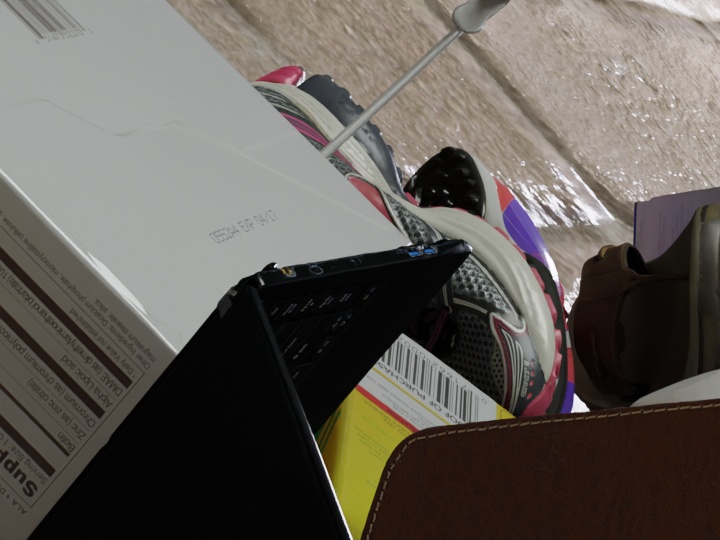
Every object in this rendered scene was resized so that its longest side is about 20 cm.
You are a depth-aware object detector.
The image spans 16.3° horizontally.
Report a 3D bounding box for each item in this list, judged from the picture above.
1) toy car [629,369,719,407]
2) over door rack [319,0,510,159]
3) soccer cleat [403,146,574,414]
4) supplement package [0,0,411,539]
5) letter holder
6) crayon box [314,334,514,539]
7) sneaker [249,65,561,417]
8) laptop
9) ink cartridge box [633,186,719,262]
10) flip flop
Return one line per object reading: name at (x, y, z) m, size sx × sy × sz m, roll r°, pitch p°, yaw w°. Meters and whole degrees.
toy car at (0.194, 0.110, 0.987) m, size 0.150 × 0.199 × 0.176 m, roll -18°, pitch 86°, yaw -82°
over door rack at (-0.051, -0.094, 0.994) m, size 0.148 × 0.200 × 0.067 m, roll 43°, pitch -14°, yaw 7°
soccer cleat at (0.069, 0.020, 1.124) m, size 0.073 × 0.068 × 0.200 m, roll 36°, pitch 19°, yaw -30°
supplement package at (-0.101, -0.008, 0.813) m, size 0.156 × 0.111 × 0.200 m, roll 44°, pitch 20°, yaw 8°
letter holder at (0.067, 0.151, 0.754) m, size 0.101 × 0.141 × 0.201 m, roll 60°, pitch 32°, yaw -44°
crayon box at (0.027, 0.104, 0.898) m, size 0.127 × 0.051 × 0.200 m, roll 37°, pitch 21°, yaw -12°
sneaker at (0.000, 0.000, 1.038) m, size 0.200 × 0.081 × 0.074 m, roll 42°, pitch 37°, yaw 22°
laptop at (-0.036, 0.094, 0.631) m, size 0.103 × 0.177 × 0.200 m, roll 47°, pitch 22°, yaw 15°
ink cartridge box at (0.165, 0.013, 1.145) m, size 0.039 × 0.100 × 0.200 m, roll 1°, pitch 0°, yaw -9°
flip flop at (0.117, 0.020, 1.111) m, size 0.057 × 0.082 × 0.200 m, roll 7°, pitch -10°, yaw -12°
